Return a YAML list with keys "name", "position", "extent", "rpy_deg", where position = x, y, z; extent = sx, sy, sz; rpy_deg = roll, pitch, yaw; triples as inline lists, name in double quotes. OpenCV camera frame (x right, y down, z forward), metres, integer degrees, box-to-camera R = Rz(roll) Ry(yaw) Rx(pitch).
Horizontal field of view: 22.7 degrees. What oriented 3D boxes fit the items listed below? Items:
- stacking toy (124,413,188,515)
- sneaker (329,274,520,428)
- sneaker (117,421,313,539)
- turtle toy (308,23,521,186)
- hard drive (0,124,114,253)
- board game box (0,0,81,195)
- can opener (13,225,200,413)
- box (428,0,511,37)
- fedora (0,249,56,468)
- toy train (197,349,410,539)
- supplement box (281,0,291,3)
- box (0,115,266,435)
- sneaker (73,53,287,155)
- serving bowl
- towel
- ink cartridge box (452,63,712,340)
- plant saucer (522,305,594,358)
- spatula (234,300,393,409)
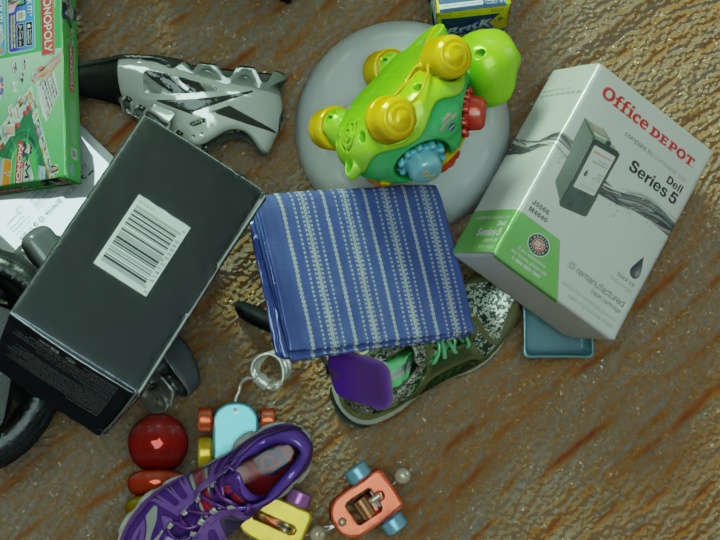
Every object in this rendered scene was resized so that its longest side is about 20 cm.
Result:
- name: "stacking toy"
  position: [-0.181, 0.227, 1.587]
  extent: [0.085, 0.085, 0.201]
  rpy_deg: [0, 77, -1]
- name: "sneaker"
  position: [0.063, 0.072, 1.595]
  extent: [0.200, 0.089, 0.077]
  rpy_deg: [-37, 86, -4]
- name: "sneaker"
  position: [-0.126, 0.194, 1.521]
  extent: [0.200, 0.083, 0.081]
  rpy_deg: [-39, 88, -10]
- name: "turtle toy"
  position: [0.057, -0.143, 1.534]
  extent: [0.200, 0.146, 0.101]
  rpy_deg: [-47, 110, -19]
- name: "hard drive"
  position: [-0.247, -0.033, 1.629]
  extent: [0.200, 0.027, 0.132]
  rpy_deg: [44, 86, 3]
- name: "board game box"
  position: [-0.318, -0.168, 1.606]
  extent: [0.134, 0.029, 0.201]
  rpy_deg: [-7, 78, 19]
- name: "can opener"
  position: [-0.223, 0.040, 1.593]
  extent: [0.067, 0.053, 0.200]
  rpy_deg: [-36, 85, -36]
- name: "box"
  position: [0.087, -0.308, 1.619]
  extent: [0.070, 0.064, 0.201]
  rpy_deg: [-7, 70, -2]
- name: "fedora"
  position: [-0.343, 0.082, 1.583]
  extent: [0.200, 0.092, 0.202]
  rpy_deg: [0, 81, -2]
- name: "toy train"
  position: [-0.057, 0.176, 1.603]
  extent: [0.150, 0.056, 0.200]
  rpy_deg: [-39, 90, -6]
- name: "supplement box"
  position: [-0.090, -0.369, 1.576]
  extent: [0.134, 0.200, 0.201]
  rpy_deg: [21, 85, 1]
- name: "box"
  position: [-0.194, 0.010, 1.469]
  extent: [0.124, 0.197, 0.200]
  rpy_deg: [33, 69, -4]
- name: "sneaker"
  position: [-0.169, -0.144, 1.617]
  extent: [0.199, 0.074, 0.089]
  rpy_deg: [6, 83, 0]
- name: "serving bowl"
  position: [0.040, -0.134, 1.626]
  extent: [0.199, 0.066, 0.201]
  rpy_deg: [0, 84, -1]
- name: "towel"
  position: [0.000, 0.000, 1.527]
  extent: [0.199, 0.024, 0.145]
  rpy_deg: [-5, 76, -34]
- name: "ink cartridge box"
  position: [0.197, -0.061, 1.581]
  extent: [0.145, 0.084, 0.200]
  rpy_deg: [34, 77, -21]
- name: "plant saucer"
  position: [0.177, -0.020, 1.635]
  extent: [0.070, 0.019, 0.201]
  rpy_deg: [1, 85, -17]
- name: "spatula"
  position: [-0.045, 0.068, 1.572]
  extent: [0.021, 0.200, 0.057]
  rpy_deg: [-31, 130, -30]
